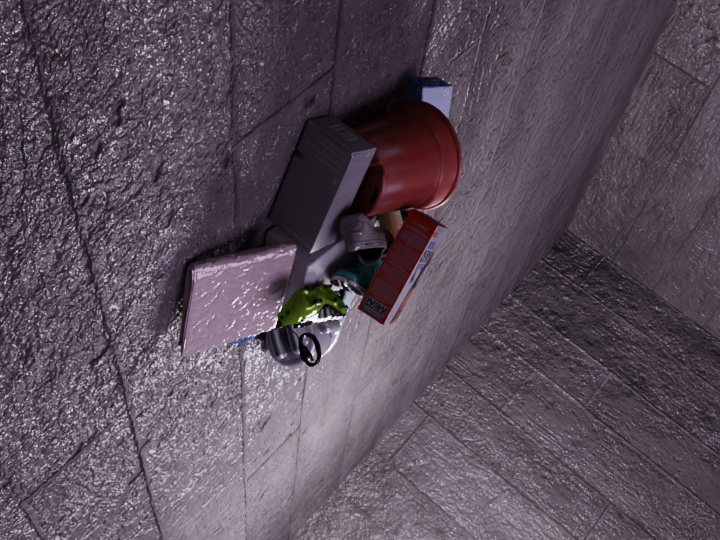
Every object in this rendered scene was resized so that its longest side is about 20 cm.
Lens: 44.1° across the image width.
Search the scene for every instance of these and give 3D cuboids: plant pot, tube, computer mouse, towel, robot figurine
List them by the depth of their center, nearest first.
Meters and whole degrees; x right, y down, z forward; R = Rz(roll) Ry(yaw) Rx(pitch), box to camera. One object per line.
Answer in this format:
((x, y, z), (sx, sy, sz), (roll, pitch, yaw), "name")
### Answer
((-0.210, 0.044, 1.491), (0.197, 0.032, 0.194), (-16, 138, -37), "towel")
((0.046, -0.186, 1.577), (0.193, 0.201, 0.203), (-22, 146, -45), "plant pot")
((-0.134, 0.101, 1.630), (0.058, 0.200, 0.034), (-39, 146, -11), "computer mouse")
((0.055, -0.114, 1.739), (0.051, 0.204, 0.058), (0, 152, -19), "tube")
((-0.124, 0.136, 1.837), (0.166, 0.116, 0.200), (-13, 177, 15), "robot figurine")

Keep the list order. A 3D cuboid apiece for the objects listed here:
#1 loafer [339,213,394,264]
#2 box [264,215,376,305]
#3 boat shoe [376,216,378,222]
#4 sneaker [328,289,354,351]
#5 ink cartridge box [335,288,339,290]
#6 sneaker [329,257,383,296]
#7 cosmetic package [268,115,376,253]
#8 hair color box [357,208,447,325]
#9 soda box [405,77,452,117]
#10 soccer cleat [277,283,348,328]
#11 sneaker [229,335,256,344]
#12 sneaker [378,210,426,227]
((0.013, -0.043, 1.562), (0.199, 0.068, 0.071), (26, 57, -65), "loafer")
((-0.081, -0.038, 1.644), (0.199, 0.106, 0.154), (-38, 157, -38), "box")
((0.020, -0.124, 1.803), (0.199, 0.067, 0.073), (-22, 145, -59), "boat shoe")
((-0.075, 0.099, 1.965), (0.204, 0.073, 0.118), (-66, 167, 8), "sneaker")
((-0.077, 0.002, 1.794), (0.199, 0.067, 0.117), (-39, 158, -38), "ink cartridge box")
((0.000, 0.000, 1.662), (0.200, 0.076, 0.081), (-13, 119, -71), "sneaker")
((-0.066, -0.144, 1.487), (0.090, 0.106, 0.203), (-25, 145, -56), "cosmetic package")
((0.078, -0.006, 1.604), (0.202, 0.063, 0.111), (-60, 168, 8), "hair color box")
((0.119, -0.258, 1.681), (0.066, 0.064, 0.204), (-6, 118, -24), "soda box")
((-0.084, 0.067, 1.576), (0.081, 0.068, 0.199), (-37, 164, 15), "soccer cleat")
((-0.197, 0.055, 1.593), (0.078, 0.066, 0.202), (-25, 148, -48), "sneaker")
((0.071, -0.074, 1.843), (0.202, 0.080, 0.075), (-62, 168, 24), "sneaker")
